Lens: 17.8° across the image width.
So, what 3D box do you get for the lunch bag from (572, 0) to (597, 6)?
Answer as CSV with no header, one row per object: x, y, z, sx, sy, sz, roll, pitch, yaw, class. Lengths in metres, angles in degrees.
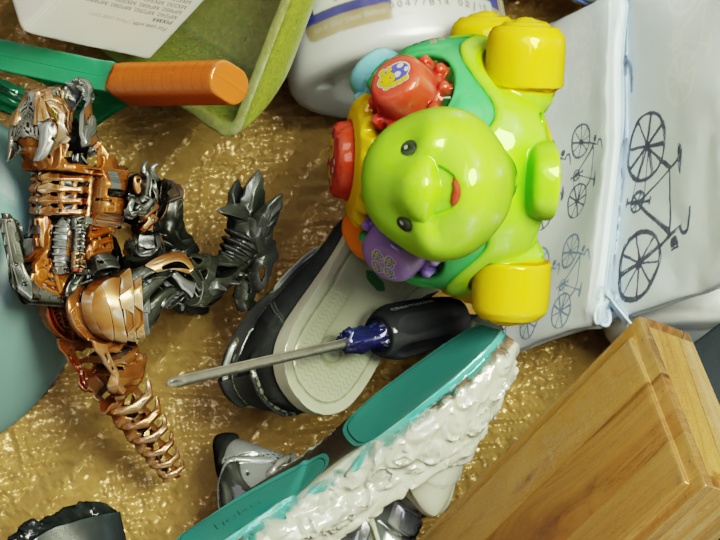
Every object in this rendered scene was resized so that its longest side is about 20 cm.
0.137,-0.213,1.162,0.160,0.200,0.076,-35,74,16,lunch bag

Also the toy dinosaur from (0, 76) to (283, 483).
-0.122,0.002,1.149,0.102,0.200,0.136,25,34,35,toy dinosaur

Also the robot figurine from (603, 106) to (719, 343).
0.184,-0.022,1.192,0.169,0.113,0.200,-2,73,24,robot figurine

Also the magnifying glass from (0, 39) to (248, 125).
-0.132,-0.095,1.157,0.080,0.200,0.022,31,73,-42,magnifying glass

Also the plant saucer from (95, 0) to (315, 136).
-0.071,-0.192,1.180,0.200,0.048,0.200,35,110,42,plant saucer

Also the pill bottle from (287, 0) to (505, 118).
0.007,-0.192,1.221,0.120,0.120,0.200,-7,76,-7,pill bottle

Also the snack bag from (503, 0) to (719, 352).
0.129,-0.059,1.164,0.021,0.200,0.189,14,71,-30,snack bag

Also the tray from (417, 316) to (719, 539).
0.089,0.123,1.047,0.037,0.200,0.099,18,38,-32,tray

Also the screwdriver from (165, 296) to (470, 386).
-0.020,0.034,1.094,0.200,0.028,0.029,-6,47,-43,screwdriver

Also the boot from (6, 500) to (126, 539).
-0.106,0.192,1.124,0.200,0.076,0.168,-14,80,-1,boot

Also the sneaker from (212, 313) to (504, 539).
-0.013,0.091,1.166,0.115,0.075,0.200,27,75,5,sneaker

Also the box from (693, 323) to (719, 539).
0.244,0.110,1.108,0.200,0.124,0.197,-35,119,-13,box

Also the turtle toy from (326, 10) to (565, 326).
0.039,-0.048,1.077,0.101,0.200,0.146,2,98,-10,turtle toy

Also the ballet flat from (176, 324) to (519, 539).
0.002,0.104,1.108,0.200,0.072,0.072,-35,80,2,ballet flat

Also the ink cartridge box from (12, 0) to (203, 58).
-0.100,-0.222,1.117,0.084,0.200,0.145,7,53,-44,ink cartridge box

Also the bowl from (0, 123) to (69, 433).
-0.239,-0.010,1.157,0.201,0.105,0.201,1,73,-4,bowl

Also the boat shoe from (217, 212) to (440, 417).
0.000,0.000,1.184,0.072,0.068,0.200,54,52,-17,boat shoe
